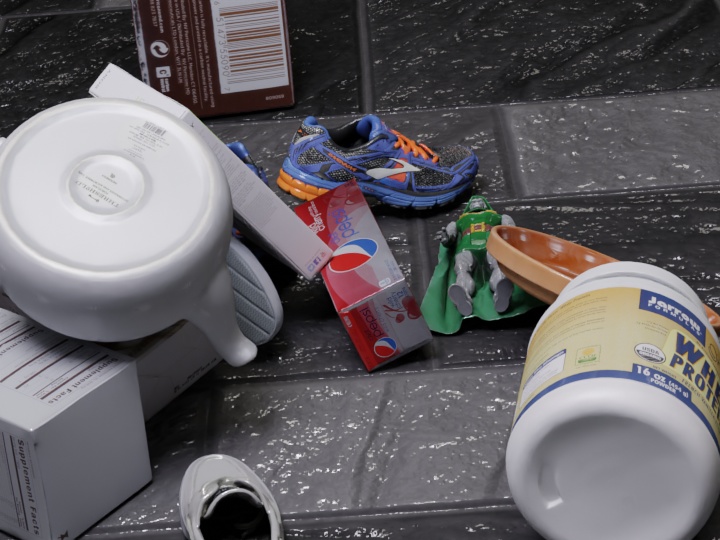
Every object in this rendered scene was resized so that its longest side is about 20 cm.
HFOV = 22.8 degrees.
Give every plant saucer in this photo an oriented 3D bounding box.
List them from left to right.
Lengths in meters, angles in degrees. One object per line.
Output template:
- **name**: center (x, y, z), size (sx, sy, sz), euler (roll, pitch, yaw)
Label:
- **plant saucer**: center (0.193, 0.016, 1.437), size (0.200, 0.032, 0.200), euler (20, 11, -4)

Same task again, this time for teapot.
- **teapot**: center (-0.191, -0.021, 1.324), size (0.197, 0.146, 0.201), euler (-10, 58, -14)

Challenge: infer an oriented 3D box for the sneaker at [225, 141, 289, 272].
- **sneaker**: center (-0.109, -0.055, 1.639), size (0.075, 0.079, 0.200), euler (-13, 29, -13)

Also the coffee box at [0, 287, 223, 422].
- **coffee box**: center (-0.212, 0.021, 1.440), size (0.200, 0.080, 0.114), euler (35, 60, 29)

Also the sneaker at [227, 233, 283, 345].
- **sneaker**: center (-0.131, -0.024, 1.489), size (0.200, 0.073, 0.071), euler (48, 24, 4)

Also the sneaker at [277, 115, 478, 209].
- **sneaker**: center (0.023, -0.105, 1.677), size (0.199, 0.079, 0.075), euler (-3, 26, -26)

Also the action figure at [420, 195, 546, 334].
- **action figure**: center (0.105, -0.016, 1.568), size (0.118, 0.055, 0.200), euler (-6, 24, 4)

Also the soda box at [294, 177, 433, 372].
- **soda box**: center (0.000, 0.000, 1.519), size (0.063, 0.070, 0.200), euler (-27, 30, 1)

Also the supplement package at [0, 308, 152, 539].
- **supplement package**: center (-0.268, 0.109, 1.328), size (0.199, 0.114, 0.109), euler (18, 36, 32)

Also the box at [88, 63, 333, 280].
- **box**: center (-0.123, -0.081, 1.473), size (0.036, 0.200, 0.144), euler (-49, 38, -6)

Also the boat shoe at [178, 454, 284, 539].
- **boat shoe**: center (-0.088, 0.175, 1.229), size (0.072, 0.066, 0.200), euler (-8, 29, -6)

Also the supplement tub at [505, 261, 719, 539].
- **supplement tub**: center (0.183, 0.094, 1.255), size (0.144, 0.145, 0.200), euler (2, 30, 11)

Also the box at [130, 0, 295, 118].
- **box**: center (-0.169, -0.281, 1.969), size (0.164, 0.167, 0.200), euler (-9, 28, -6)
